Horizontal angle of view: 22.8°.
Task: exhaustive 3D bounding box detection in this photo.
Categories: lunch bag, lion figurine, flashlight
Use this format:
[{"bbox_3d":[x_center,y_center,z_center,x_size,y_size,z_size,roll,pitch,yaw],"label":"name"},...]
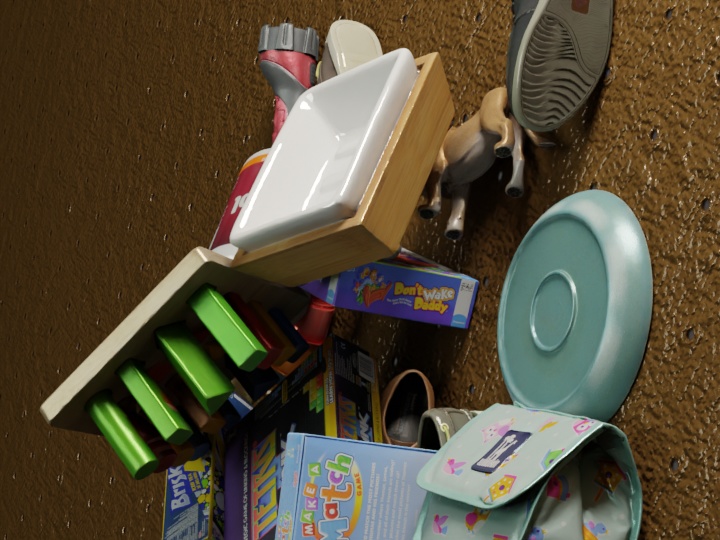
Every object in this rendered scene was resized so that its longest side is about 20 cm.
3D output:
[{"bbox_3d":[0.117,0.198,1.328,0.170,0.121,0.201,0,73,65],"label":"lunch bag"},{"bbox_3d":[0.099,-0.109,1.540,0.200,0.072,0.123,-29,42,41],"label":"lion figurine"},{"bbox_3d":[-0.086,-0.161,1.915,0.068,0.068,0.201,-6,75,62],"label":"flashlight"}]

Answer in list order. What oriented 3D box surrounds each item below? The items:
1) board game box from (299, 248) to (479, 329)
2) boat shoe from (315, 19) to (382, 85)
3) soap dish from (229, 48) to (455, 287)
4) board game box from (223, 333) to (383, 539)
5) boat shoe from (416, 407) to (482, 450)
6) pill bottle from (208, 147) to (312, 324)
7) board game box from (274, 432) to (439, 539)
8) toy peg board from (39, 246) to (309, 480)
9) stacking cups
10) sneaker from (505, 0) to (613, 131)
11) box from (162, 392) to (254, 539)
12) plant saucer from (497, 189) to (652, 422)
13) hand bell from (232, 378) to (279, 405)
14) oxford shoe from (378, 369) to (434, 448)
[{"bbox_3d":[0.000,0.000,1.611,0.200,0.134,0.045,26,104,63],"label":"board game box"},{"bbox_3d":[-0.007,-0.160,1.757,0.060,0.071,0.201,117,153,-43],"label":"boat shoe"},{"bbox_3d":[-0.011,-0.082,1.495,0.157,0.081,0.201,-18,37,43],"label":"soap dish"},{"bbox_3d":[-0.051,0.180,1.538,0.165,0.057,0.201,-43,32,30],"label":"board game box"},{"bbox_3d":[0.067,0.215,1.484,0.072,0.060,0.203,-1,80,65],"label":"boat shoe"},{"bbox_3d":[-0.091,-0.016,1.757,0.113,0.113,0.201,-46,20,49],"label":"pill bottle"},{"bbox_3d":[0.029,0.214,1.404,0.037,0.199,0.152,-4,77,63],"label":"board game box"},{"bbox_3d":[-0.135,0.100,1.546,0.200,0.199,0.098,-44,65,10],"label":"toy peg board"},{"bbox_3d":[-0.078,0.120,1.810,0.060,0.060,0.201,38,115,61],"label":"stacking cups"},{"bbox_3d":[0.153,-0.205,1.458,0.106,0.074,0.201,-3,70,68],"label":"sneaker"},{"bbox_3d":[-0.136,0.199,1.643,0.064,0.070,0.201,-33,35,24],"label":"box"},{"bbox_3d":[0.159,0.034,1.400,0.200,0.027,0.201,-34,51,57],"label":"plant saucer"},{"bbox_3d":[-0.085,0.121,1.746,0.199,0.104,0.105,10,90,27],"label":"hand bell"},{"bbox_3d":[0.026,0.179,1.529,0.071,0.071,0.201,100,177,-69],"label":"oxford shoe"}]
